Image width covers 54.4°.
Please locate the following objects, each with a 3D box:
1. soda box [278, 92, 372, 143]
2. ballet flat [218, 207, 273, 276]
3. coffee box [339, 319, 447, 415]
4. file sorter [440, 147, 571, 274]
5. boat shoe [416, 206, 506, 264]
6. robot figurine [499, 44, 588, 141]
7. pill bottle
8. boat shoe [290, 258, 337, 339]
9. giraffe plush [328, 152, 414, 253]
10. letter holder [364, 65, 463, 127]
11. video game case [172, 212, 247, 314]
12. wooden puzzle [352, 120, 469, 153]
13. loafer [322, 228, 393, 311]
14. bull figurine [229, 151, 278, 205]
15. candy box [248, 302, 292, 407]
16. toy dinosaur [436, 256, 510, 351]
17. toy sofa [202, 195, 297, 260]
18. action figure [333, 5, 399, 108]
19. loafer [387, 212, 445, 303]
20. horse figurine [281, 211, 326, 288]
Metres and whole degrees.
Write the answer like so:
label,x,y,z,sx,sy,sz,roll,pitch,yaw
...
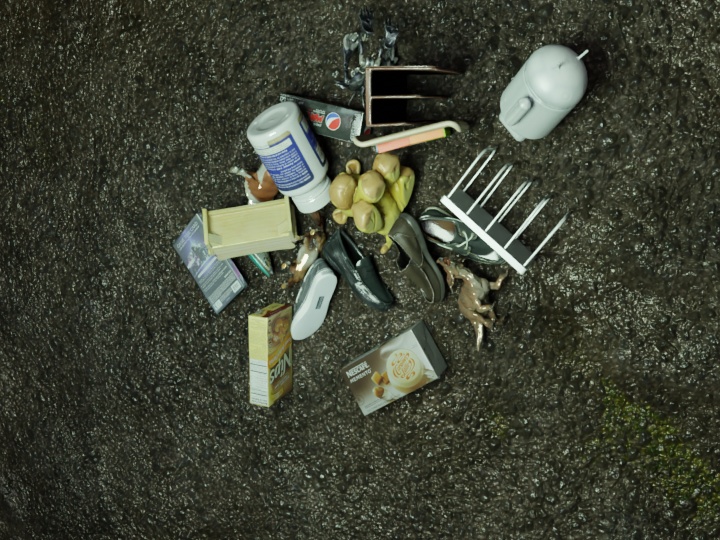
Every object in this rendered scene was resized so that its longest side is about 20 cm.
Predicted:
label,x,y,z,sx,sy,sz,roll,pitch,yaw
soda box,-0.073,-0.313,1.440,0.195,0.071,0.065,18,107,19
ballet flat,-0.255,-0.073,1.580,0.199,0.072,0.073,40,114,12
coffee box,0.069,0.207,1.485,0.197,0.079,0.116,-31,88,26
file sorter,0.272,-0.118,1.294,0.199,0.138,0.125,42,112,10
boat shoe,0.200,-0.061,1.378,0.196,0.067,0.073,26,111,15
robot figurine,0.316,-0.308,1.215,0.113,0.169,0.200,46,153,4
pill bottle,-0.132,-0.222,1.413,0.117,0.121,0.202,-11,129,25
boat shoe,-0.112,0.063,1.547,0.068,0.070,0.203,58,137,40
giraffe plush,0.008,-0.150,1.406,0.160,0.201,0.175,25,72,32
letter holder,0.107,-0.319,1.287,0.138,0.199,0.104,4,104,22
video game case,-0.355,-0.015,1.641,0.142,0.019,0.203,-37,84,42
wooden puzzle,0.099,-0.248,1.301,0.194,0.185,0.038,-6,101,16
loafer,0.000,0.000,1.477,0.201,0.068,0.071,48,124,12
bull figurine,-0.205,-0.205,1.514,0.120,0.066,0.200,32,110,-34
candy box,-0.201,0.188,1.583,0.054,0.115,0.207,6,104,23
toy dinosaur,0.218,0.052,1.388,0.133,0.086,0.205,16,128,31
toy sofa,-0.235,-0.090,1.501,0.194,0.098,0.085,-10,70,0
action figure,0.018,-0.411,1.363,0.116,0.105,0.201,15,151,-8
loafer,0.105,-0.014,1.397,0.071,0.073,0.203,-33,111,-16
horse figurine,-0.120,-0.038,1.506,0.049,0.132,0.204,29,100,11
